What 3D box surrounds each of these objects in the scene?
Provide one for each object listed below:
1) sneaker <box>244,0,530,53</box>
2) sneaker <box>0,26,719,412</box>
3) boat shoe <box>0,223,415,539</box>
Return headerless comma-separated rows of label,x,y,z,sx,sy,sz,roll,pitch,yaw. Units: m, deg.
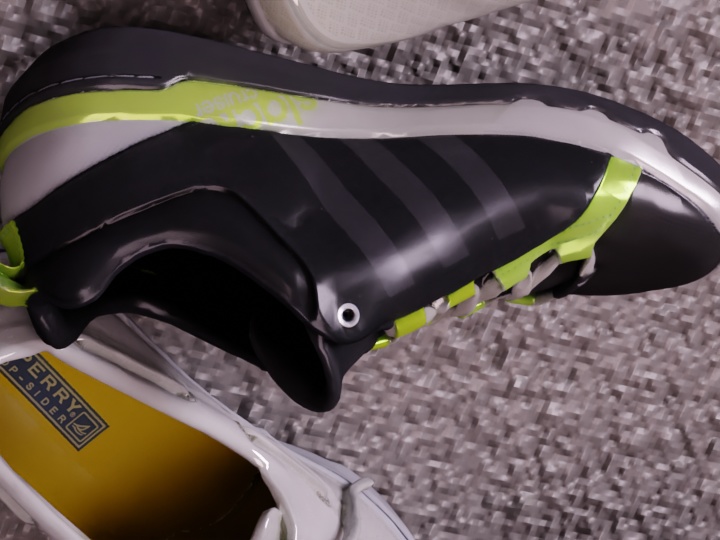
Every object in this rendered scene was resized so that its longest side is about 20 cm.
sneaker,0.064,-0.105,0.641,0.199,0.081,0.075,-25,124,-5
sneaker,0.000,0.000,0.660,0.199,0.083,0.072,7,154,-15
boat shoe,-0.036,0.071,0.690,0.075,0.086,0.202,-40,123,3
